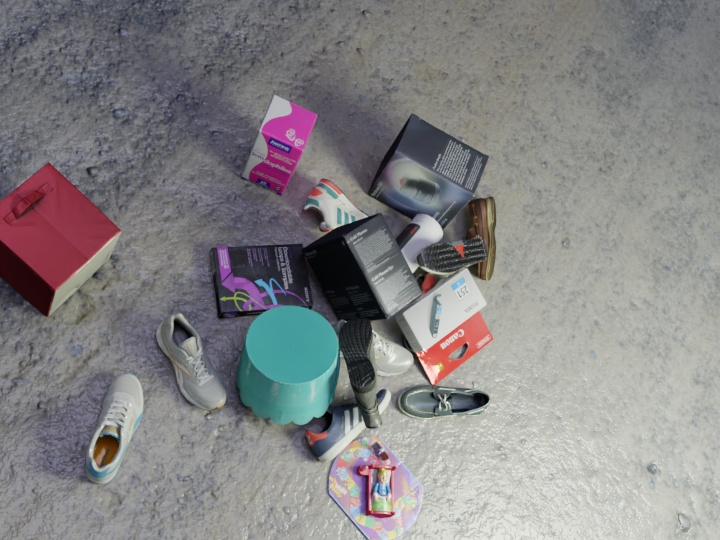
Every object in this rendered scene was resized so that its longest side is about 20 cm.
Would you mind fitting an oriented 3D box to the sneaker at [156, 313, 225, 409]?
[{"bbox_3d":[-0.318,0.171,1.556,0.075,0.092,0.201,-32,81,-28],"label":"sneaker"}]

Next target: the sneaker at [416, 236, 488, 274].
[{"bbox_3d":[0.186,-0.025,1.818,0.198,0.093,0.071,-13,83,-38],"label":"sneaker"}]

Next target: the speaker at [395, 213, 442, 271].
[{"bbox_3d":[0.098,-0.034,1.815,0.081,0.081,0.200,41,61,1],"label":"speaker"}]

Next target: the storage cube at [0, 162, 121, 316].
[{"bbox_3d":[-0.572,-0.053,1.515,0.180,0.200,0.171,43,59,-5],"label":"storage cube"}]

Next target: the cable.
[{"bbox_3d":[0.135,0.079,1.794,0.097,0.050,0.201,35,59,-3],"label":"cable"}]

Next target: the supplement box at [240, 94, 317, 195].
[{"bbox_3d":[-0.174,-0.261,1.745,0.100,0.200,0.104,23,61,-8],"label":"supplement box"}]

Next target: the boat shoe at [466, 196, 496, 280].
[{"bbox_3d":[0.279,-0.073,1.913,0.067,0.072,0.202,-2,73,15],"label":"boat shoe"}]

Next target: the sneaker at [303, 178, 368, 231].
[{"bbox_3d":[-0.039,-0.103,1.804,0.200,0.070,0.093,44,78,0],"label":"sneaker"}]

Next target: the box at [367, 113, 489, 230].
[{"bbox_3d":[0.146,-0.210,1.842,0.197,0.200,0.124,28,61,-5],"label":"box"}]

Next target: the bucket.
[{"bbox_3d":[-0.135,0.176,1.576,0.205,0.135,0.209,6,50,-7],"label":"bucket"}]

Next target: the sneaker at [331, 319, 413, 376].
[{"bbox_3d":[0.023,0.157,1.695,0.198,0.092,0.076,18,61,-13],"label":"sneaker"}]

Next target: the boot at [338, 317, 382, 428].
[{"bbox_3d":[0.002,0.198,1.599,0.067,0.132,0.201,-9,40,2],"label":"boot"}]

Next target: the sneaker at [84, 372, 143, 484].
[{"bbox_3d":[-0.436,0.277,1.481,0.076,0.081,0.202,15,62,-11],"label":"sneaker"}]

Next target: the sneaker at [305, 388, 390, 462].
[{"bbox_3d":[-0.026,0.284,1.632,0.200,0.075,0.085,-39,86,-30],"label":"sneaker"}]

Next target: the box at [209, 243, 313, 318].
[{"bbox_3d":[-0.203,0.018,1.707,0.198,0.036,0.145,-4,69,-23],"label":"box"}]

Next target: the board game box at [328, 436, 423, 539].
[{"bbox_3d":[0.036,0.422,1.611,0.158,0.039,0.200,-39,84,-29],"label":"board game box"}]

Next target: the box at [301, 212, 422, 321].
[{"bbox_3d":[0.000,0.000,1.669,0.104,0.199,0.183,-34,101,-28],"label":"box"}]

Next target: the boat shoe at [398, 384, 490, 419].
[{"bbox_3d":[0.177,0.270,1.719,0.198,0.062,0.074,5,68,-17],"label":"boat shoe"}]

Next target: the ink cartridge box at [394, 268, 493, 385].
[{"bbox_3d":[0.193,0.120,1.773,0.199,0.045,0.177,-33,97,-28],"label":"ink cartridge box"}]
